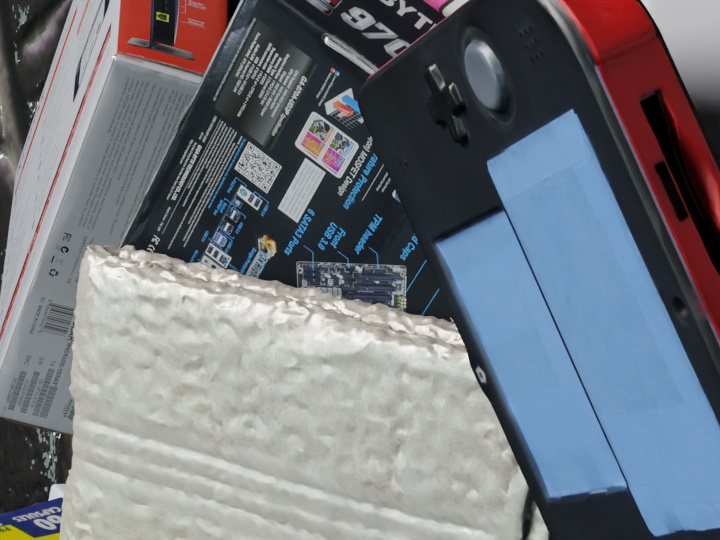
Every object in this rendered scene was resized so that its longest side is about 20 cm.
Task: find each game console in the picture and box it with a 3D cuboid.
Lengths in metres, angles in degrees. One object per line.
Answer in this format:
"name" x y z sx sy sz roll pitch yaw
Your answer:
"game console" 0.067 0.019 0.717 0.201 0.031 0.177 66 157 1

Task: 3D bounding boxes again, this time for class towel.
"towel" -0.017 0.071 0.866 0.199 0.034 0.134 14 108 25

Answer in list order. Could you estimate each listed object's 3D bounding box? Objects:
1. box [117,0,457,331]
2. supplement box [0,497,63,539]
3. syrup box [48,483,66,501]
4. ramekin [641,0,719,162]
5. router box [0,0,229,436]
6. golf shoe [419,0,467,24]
"box" 0.000 0.000 0.881 0.159 0.046 0.200 36 134 5
"supplement box" -0.098 0.175 0.914 0.199 0.108 0.110 23 112 42
"syrup box" -0.067 0.169 1.052 0.200 0.081 0.079 42 123 52
"ramekin" 0.150 -0.069 0.674 0.202 0.094 0.204 4 94 58
"router box" -0.110 -0.061 1.094 0.180 0.049 0.201 -93 22 -51
"golf shoe" 0.064 -0.089 0.839 0.092 0.072 0.201 61 138 37
